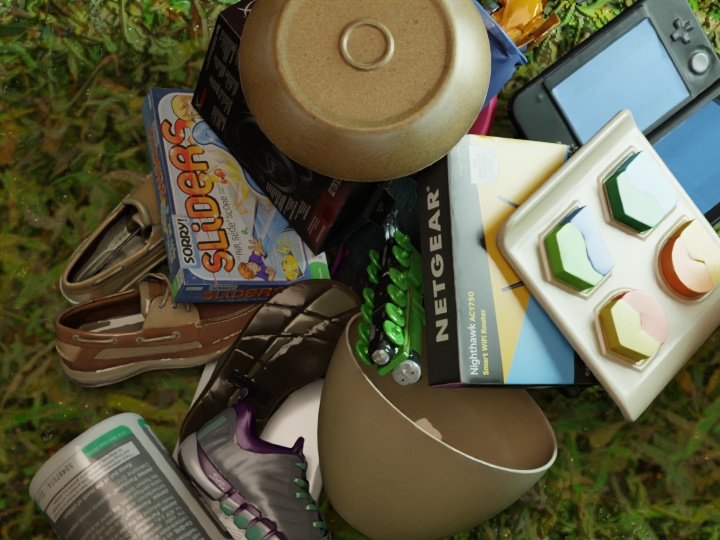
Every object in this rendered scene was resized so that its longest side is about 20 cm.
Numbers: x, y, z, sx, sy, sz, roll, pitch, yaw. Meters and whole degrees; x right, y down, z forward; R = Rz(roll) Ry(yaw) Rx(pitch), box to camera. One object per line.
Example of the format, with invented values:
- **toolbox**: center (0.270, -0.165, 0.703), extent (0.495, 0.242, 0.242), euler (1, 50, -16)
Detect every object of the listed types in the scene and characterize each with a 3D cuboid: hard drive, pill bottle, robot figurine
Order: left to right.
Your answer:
- **pill bottle**: center (-0.168, 0.224, 1.269), extent (0.113, 0.113, 0.200), euler (-37, 75, -9)
- **hard drive**: center (-0.098, 0.177, 1.353), extent (0.132, 0.027, 0.200), euler (17, 76, 6)
- **robot figurine**: center (0.147, -0.278, 1.460), extent (0.200, 0.058, 0.145), euler (-43, 78, -9)

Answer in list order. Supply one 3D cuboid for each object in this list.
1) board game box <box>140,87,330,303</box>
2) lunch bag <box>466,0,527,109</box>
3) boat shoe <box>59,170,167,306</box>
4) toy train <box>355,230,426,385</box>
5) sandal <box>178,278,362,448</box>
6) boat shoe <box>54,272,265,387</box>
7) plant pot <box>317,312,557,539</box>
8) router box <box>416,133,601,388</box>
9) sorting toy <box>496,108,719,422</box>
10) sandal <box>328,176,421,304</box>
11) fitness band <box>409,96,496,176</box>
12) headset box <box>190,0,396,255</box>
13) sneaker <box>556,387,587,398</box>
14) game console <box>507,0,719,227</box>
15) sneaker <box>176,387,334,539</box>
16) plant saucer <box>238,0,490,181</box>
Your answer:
- **board game box**: center (-0.110, -0.066, 1.372), extent (0.135, 0.034, 0.200), euler (-1, 61, -25)
- **lunch bag**: center (0.029, -0.207, 1.336), extent (0.132, 0.136, 0.200), euler (-42, 78, 8)
- **boat shoe**: center (-0.187, -0.045, 1.390), extent (0.072, 0.076, 0.200), euler (35, 75, 13)
- **toy train**: center (0.031, 0.031, 1.284), extent (0.042, 0.200, 0.056), euler (-37, 109, 20)
- **sandal**: center (-0.080, 0.086, 1.339), extent (0.082, 0.055, 0.200), euler (36, 94, -8)
- **boat shoe**: center (-0.169, 0.041, 1.357), extent (0.199, 0.072, 0.076), euler (-19, 43, -5)
- **plant pot**: center (0.042, 0.147, 1.291), extent (0.200, 0.200, 0.135), euler (36, 111, 10)
- **router box**: center (0.122, -0.004, 1.276), extent (0.149, 0.051, 0.201), euler (2, 80, -32)
- **sorting toy**: center (0.222, -0.007, 1.282), extent (0.185, 0.036, 0.200), euler (-42, 103, -29)
- **sandal**: center (0.001, 0.001, 1.389), extent (0.075, 0.048, 0.201), euler (30, 77, 9)
- **fitness band**: center (0.035, -0.177, 1.422), extent (0.144, 0.037, 0.200), euler (-40, 80, 9)
- **headset box**: center (-0.044, -0.119, 1.314), extent (0.077, 0.149, 0.200), euler (-36, 79, -26)
- **sneaker**: center (0.176, 0.000, 1.374), extent (0.114, 0.076, 0.200), euler (-30, 79, -9)
- **game console**: center (0.261, -0.130, 1.379), extent (0.200, 0.118, 0.171), euler (-37, 110, -10)
- **sneaker**: center (-0.056, 0.191, 1.284), extent (0.088, 0.074, 0.200), euler (-44, 91, 0)
- **plant saucer**: center (0.004, -0.170, 1.226), extent (0.200, 0.035, 0.201), euler (0, 77, -2)
